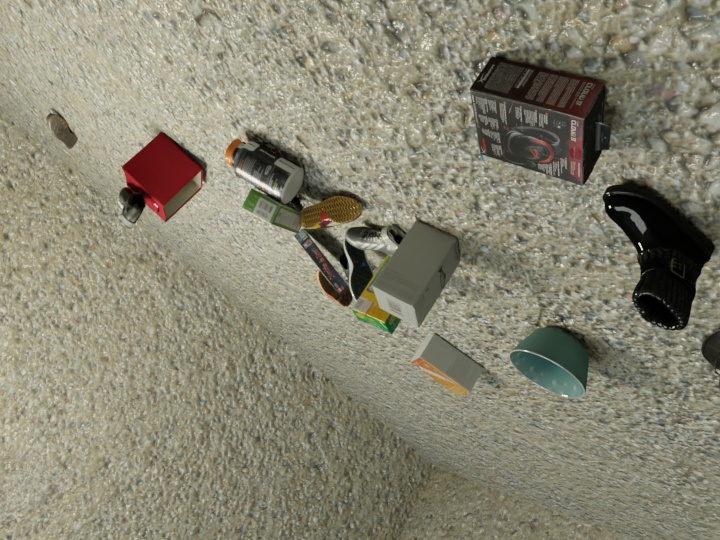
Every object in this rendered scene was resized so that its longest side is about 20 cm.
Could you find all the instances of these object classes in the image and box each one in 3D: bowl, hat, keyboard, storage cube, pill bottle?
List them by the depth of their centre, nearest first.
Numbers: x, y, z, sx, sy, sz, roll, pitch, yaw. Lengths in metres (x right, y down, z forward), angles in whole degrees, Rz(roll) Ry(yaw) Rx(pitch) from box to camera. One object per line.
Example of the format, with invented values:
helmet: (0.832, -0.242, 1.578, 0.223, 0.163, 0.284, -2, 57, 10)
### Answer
hat: (0.713, 0.196, 1.244, 0.199, 0.081, 0.201, 32, 161, 12)
bowl: (0.474, 0.212, 1.647, 0.199, 0.106, 0.201, 30, 160, 12)
pill bottle: (-0.252, -0.263, 1.735, 0.199, 0.107, 0.106, 30, 161, 12)
keyboard: (-0.223, -0.225, 1.879, 0.103, 0.040, 0.201, 24, 159, 32)
storage cube: (-0.629, -0.297, 2.159, 0.180, 0.200, 0.171, 42, 161, -1)

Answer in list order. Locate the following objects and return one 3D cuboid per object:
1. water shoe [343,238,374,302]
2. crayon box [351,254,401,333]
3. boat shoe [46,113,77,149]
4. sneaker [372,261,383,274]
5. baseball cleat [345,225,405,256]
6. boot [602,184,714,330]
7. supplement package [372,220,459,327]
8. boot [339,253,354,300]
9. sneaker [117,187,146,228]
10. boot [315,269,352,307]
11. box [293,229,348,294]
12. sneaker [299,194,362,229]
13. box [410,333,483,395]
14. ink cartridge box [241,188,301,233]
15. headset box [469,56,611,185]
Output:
water shoe: (0.000, 0.000, 1.876, 0.071, 0.203, 0.079, -9, 167, 1)
crayon box: (0.081, 0.055, 1.786, 0.118, 0.201, 0.058, 19, 156, 38)
boat shoe: (-1.199, -0.557, 2.675, 0.071, 0.076, 0.200, 32, 159, 13)
sneaker: (0.041, 0.052, 1.982, 0.072, 0.115, 0.201, 30, 162, 6)
baseball cleat: (0.048, -0.088, 1.728, 0.198, 0.070, 0.107, 18, 150, 18)
boot: (0.447, -0.022, 1.054, 0.210, 0.159, 0.079, 35, 161, 0)
supplement package: (0.134, 0.007, 1.583, 0.116, 0.201, 0.117, 25, 159, 25)
boot: (-0.016, 0.023, 2.077, 0.175, 0.069, 0.200, 63, 176, -21)
sneaker: (-0.707, -0.214, 2.103, 0.066, 0.090, 0.201, 38, -164, -37)
boot: (-0.114, 0.047, 2.298, 0.107, 0.075, 0.200, 25, 160, 40)
box: (-0.121, -0.028, 2.058, 0.201, 0.038, 0.137, 53, 176, -19)
sneaker: (-0.062, -0.153, 1.752, 0.198, 0.076, 0.090, -6, -177, 37)
box: (0.282, 0.311, 2.214, 0.199, 0.098, 0.124, 35, 161, 0)
ink cartridge box: (-0.214, -0.151, 1.793, 0.103, 0.060, 0.200, 30, -175, 22)
headset box: (0.273, -0.219, 1.005, 0.199, 0.075, 0.149, 24, 158, 29)
